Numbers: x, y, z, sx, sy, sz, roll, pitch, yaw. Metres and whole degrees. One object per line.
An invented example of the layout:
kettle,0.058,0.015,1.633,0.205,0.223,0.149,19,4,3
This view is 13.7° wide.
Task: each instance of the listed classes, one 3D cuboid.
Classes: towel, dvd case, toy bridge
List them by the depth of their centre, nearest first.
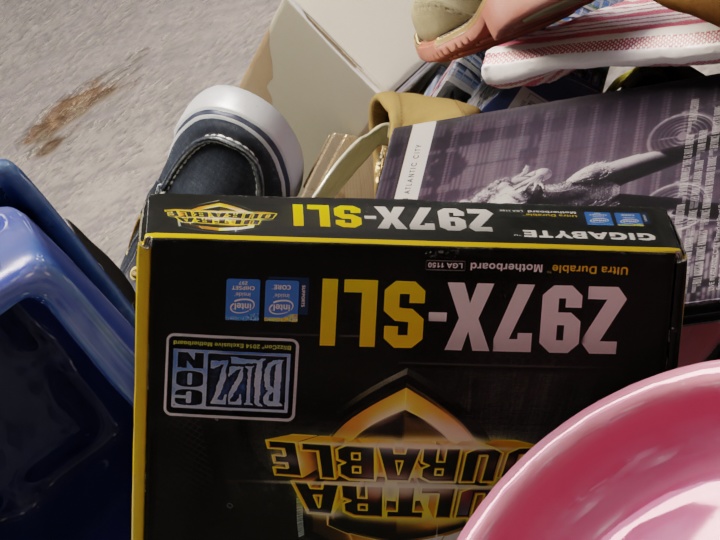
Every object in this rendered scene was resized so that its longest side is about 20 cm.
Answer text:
dvd case,0.096,-0.023,1.202,0.200,0.016,0.149,-8,38,19
towel,0.162,-0.106,1.311,0.146,0.030,0.200,-5,11,34
toy bridge,-0.016,-0.032,1.442,0.067,0.027,0.200,-62,4,1

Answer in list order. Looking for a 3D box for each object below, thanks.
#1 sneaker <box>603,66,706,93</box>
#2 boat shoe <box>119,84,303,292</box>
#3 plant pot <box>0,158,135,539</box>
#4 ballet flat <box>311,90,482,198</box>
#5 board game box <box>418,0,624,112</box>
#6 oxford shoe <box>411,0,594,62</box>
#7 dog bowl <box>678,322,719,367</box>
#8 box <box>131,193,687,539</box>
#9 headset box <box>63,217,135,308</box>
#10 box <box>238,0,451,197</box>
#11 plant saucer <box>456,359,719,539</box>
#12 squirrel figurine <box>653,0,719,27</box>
sneaker,0.139,-0.064,1.389,0.074,0.085,0.200,-41,23,-14
boat shoe,-0.087,-0.008,1.555,0.091,0.071,0.200,-60,-4,-34
plant pot,-0.160,0.084,1.237,0.200,0.200,0.180,-36,25,4
ballet flat,0.000,0.000,1.287,0.069,0.063,0.200,107,-175,-49
board game box,0.052,-0.060,1.462,0.200,0.062,0.200,-56,6,26
oxford shoe,0.059,-0.138,1.311,0.071,0.074,0.200,-23,1,-15
dog bowl,0.103,0.033,1.240,0.200,0.074,0.200,-32,26,18
box,0.015,0.054,1.120,0.200,0.160,0.049,2,22,-3
headset box,-0.166,0.083,1.474,0.200,0.077,0.149,-35,52,5
box,-0.002,-0.111,1.594,0.095,0.078,0.200,-43,-4,-21
plant saucer,0.117,0.125,1.030,0.200,0.051,0.201,-21,44,22
squirrel figurine,0.222,-0.142,1.176,0.186,0.142,0.200,-8,52,-30
